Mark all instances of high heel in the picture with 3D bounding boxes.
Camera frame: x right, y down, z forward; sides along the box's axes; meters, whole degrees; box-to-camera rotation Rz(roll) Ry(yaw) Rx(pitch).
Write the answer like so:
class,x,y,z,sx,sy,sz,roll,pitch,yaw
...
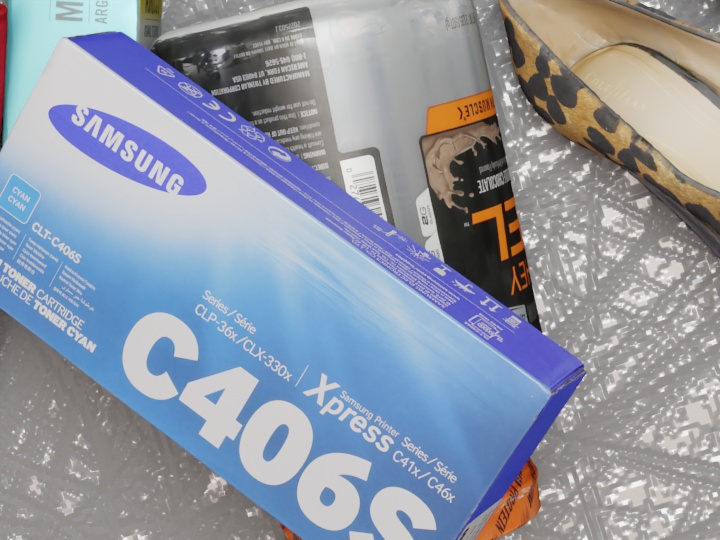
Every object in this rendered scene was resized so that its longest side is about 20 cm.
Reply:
class,x,y,z,sx,sy,sz,roll,pitch,yaw
high heel,0.120,-0.065,0.729,0.143,0.200,0.071,44,75,-6

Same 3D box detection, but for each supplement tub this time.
class,x,y,z,sx,sy,sz,roll,pitch,yaw
supplement tub,0.000,0.000,0.774,0.122,0.123,0.200,-12,96,3

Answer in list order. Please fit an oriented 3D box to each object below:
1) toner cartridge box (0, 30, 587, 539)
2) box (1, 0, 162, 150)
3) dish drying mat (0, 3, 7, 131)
class,x,y,z,sx,sy,sz,roll,pitch,yaw
toner cartridge box,-0.034,0.014,0.701,0.200,0.043,0.095,36,109,12
box,-0.100,-0.107,0.786,0.049,0.082,0.200,3,97,0
dish drying mat,-0.169,-0.019,0.784,0.077,0.018,0.200,20,124,14
